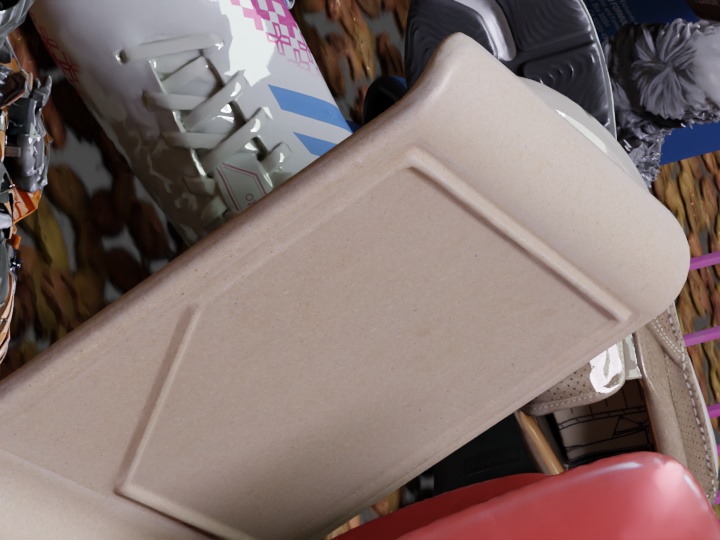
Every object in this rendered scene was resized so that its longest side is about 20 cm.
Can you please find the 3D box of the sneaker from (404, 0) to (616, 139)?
[{"bbox_3d":[0.054,-0.113,1.091,0.201,0.075,0.115,69,22,-14],"label":"sneaker"}]

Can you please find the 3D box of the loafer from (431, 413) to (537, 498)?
[{"bbox_3d":[0.055,0.105,1.121,0.200,0.072,0.063,-79,150,-52],"label":"loafer"}]

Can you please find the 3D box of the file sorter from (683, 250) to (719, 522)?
[{"bbox_3d":[0.165,0.104,1.301,0.139,0.125,0.200,55,30,-39],"label":"file sorter"}]

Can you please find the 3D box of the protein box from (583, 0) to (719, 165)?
[{"bbox_3d":[0.136,-0.164,1.295,0.199,0.199,0.135,53,31,-43],"label":"protein box"}]

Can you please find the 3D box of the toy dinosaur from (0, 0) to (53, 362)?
[{"bbox_3d":[-0.117,-0.010,0.768,0.200,0.102,0.136,-110,-172,-54],"label":"toy dinosaur"}]

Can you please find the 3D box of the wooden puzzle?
[{"bbox_3d":[-0.013,0.022,0.875,0.037,0.200,0.185,57,12,29],"label":"wooden puzzle"}]

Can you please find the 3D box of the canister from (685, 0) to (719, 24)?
[{"bbox_3d":[0.147,-0.151,1.100,0.200,0.087,0.148,52,-13,-19],"label":"canister"}]

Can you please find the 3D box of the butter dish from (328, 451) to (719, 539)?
[{"bbox_3d":[0.027,0.144,0.931,0.148,0.200,0.200,-112,178,-66],"label":"butter dish"}]

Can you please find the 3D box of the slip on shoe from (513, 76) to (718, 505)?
[{"bbox_3d":[0.073,0.024,1.038,0.061,0.076,0.200,-77,151,-53],"label":"slip on shoe"}]

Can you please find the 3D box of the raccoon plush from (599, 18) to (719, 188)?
[{"bbox_3d":[0.113,-0.050,1.196,0.134,0.200,0.097,-9,96,-48],"label":"raccoon plush"}]

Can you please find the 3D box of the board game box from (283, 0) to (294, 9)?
[{"bbox_3d":[-0.059,-0.185,1.035,0.200,0.062,0.200,-28,105,-69],"label":"board game box"}]

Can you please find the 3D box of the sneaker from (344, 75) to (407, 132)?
[{"bbox_3d":[0.000,0.000,1.079,0.078,0.066,0.200,41,39,-12],"label":"sneaker"}]

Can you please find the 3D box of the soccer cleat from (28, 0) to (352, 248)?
[{"bbox_3d":[-0.034,-0.035,0.946,0.200,0.070,0.086,50,14,-23],"label":"soccer cleat"}]
